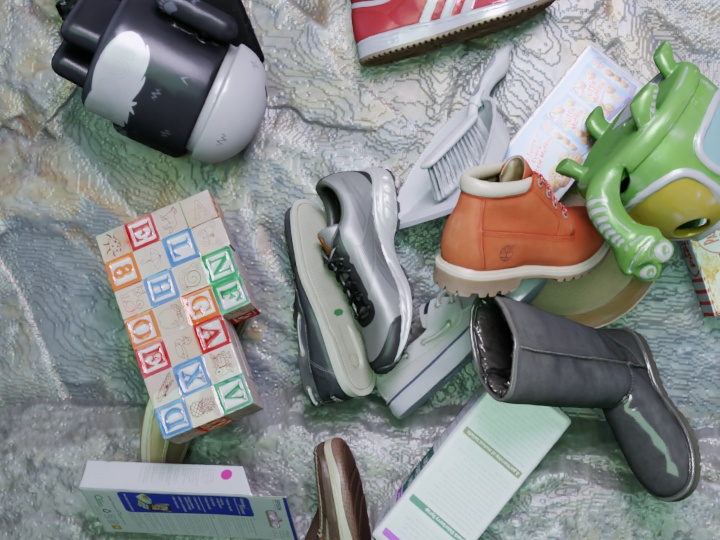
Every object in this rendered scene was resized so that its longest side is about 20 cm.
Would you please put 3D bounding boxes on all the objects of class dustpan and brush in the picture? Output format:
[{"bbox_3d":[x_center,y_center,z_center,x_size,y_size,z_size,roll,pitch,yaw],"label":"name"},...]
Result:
[{"bbox_3d":[0.104,-0.135,0.915,0.057,0.139,0.200,47,63,-15],"label":"dustpan and brush"}]

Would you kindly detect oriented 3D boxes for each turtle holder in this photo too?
[{"bbox_3d":[0.256,-0.088,0.807,0.131,0.186,0.141,40,118,-5],"label":"turtle holder"}]

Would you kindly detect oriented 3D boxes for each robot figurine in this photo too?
[{"bbox_3d":[-0.184,-0.185,0.916,0.198,0.150,0.126,24,84,-12],"label":"robot figurine"}]

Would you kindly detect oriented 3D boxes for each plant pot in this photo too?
[{"bbox_3d":[0.194,-0.040,0.930,0.198,0.027,0.203,0,87,7],"label":"plant pot"}]

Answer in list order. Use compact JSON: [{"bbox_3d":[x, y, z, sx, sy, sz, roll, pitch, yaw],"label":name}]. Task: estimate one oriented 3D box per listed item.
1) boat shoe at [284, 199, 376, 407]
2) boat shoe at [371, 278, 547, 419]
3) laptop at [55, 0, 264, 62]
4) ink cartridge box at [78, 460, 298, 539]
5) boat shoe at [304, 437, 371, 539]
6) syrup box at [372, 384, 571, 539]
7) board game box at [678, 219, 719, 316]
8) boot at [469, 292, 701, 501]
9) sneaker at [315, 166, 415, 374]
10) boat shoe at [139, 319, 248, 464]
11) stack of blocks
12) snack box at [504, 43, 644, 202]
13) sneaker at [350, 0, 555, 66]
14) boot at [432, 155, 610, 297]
[{"bbox_3d":[-0.045,0.030,0.934,0.067,0.071,0.202,-24,75,38],"label":"boat shoe"},{"bbox_3d":[0.085,0.053,0.907,0.200,0.071,0.070,-46,74,23],"label":"boat shoe"},{"bbox_3d":[-0.213,-0.287,0.995,0.176,0.103,0.202,-20,111,6],"label":"laptop"},{"bbox_3d":[-0.160,0.221,0.925,0.198,0.095,0.037,3,51,8],"label":"ink cartridge box"},{"bbox_3d":[-0.029,0.265,0.919,0.074,0.075,0.205,-11,87,10],"label":"boat shoe"},{"bbox_3d":[0.102,0.188,0.904,0.081,0.079,0.200,40,92,6],"label":"syrup box"},{"bbox_3d":[0.394,-0.061,0.897,0.198,0.046,0.153,-19,86,5],"label":"board game box"},{"bbox_3d":[0.192,0.109,0.827,0.072,0.199,0.183,-41,52,30],"label":"boot"},{"bbox_3d":[0.000,0.000,0.908,0.079,0.074,0.202,-2,72,-24],"label":"sneaker"},{"bbox_3d":[-0.156,0.110,0.939,0.068,0.074,0.202,16,89,13],"label":"boat shoe"},{"bbox_3d":[-0.153,0.043,0.891,0.114,0.059,0.202,-22,76,-1],"label":"stack of blocks"},{"bbox_3d":[0.179,-0.112,0.909,0.072,0.024,0.200,40,92,8],"label":"snack box"},{"bbox_3d":[0.082,-0.277,0.930,0.198,0.071,0.114,-14,89,8],"label":"sneaker"},{"bbox_3d":[0.152,-0.047,0.832,0.075,0.199,0.108,27,119,45],"label":"boot"}]
